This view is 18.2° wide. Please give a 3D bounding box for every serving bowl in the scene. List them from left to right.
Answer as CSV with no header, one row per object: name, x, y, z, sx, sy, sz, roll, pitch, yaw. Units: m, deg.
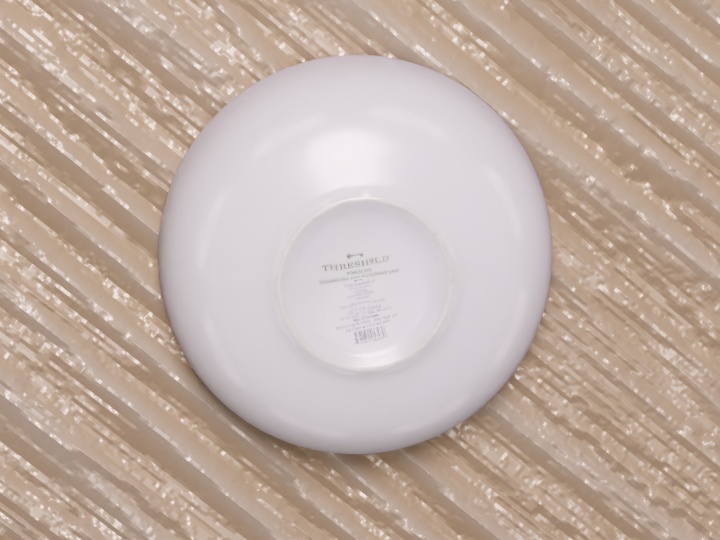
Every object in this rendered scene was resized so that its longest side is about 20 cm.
serving bowl,0.000,0.000,1.095,0.198,0.066,0.202,-1,104,-4
